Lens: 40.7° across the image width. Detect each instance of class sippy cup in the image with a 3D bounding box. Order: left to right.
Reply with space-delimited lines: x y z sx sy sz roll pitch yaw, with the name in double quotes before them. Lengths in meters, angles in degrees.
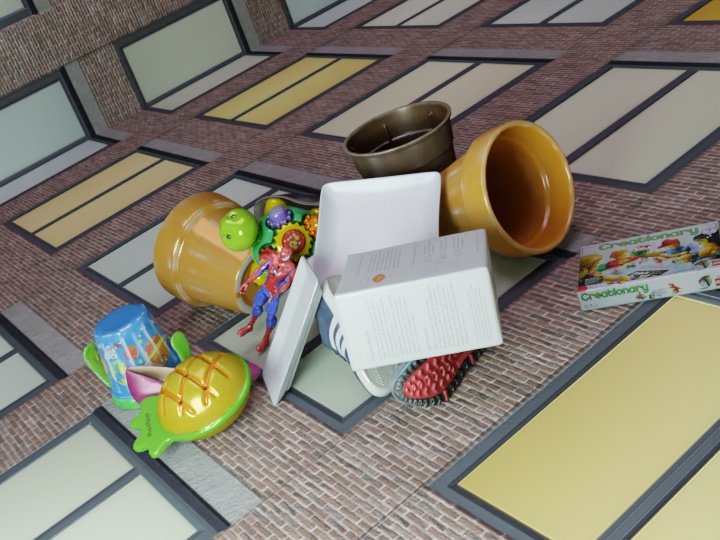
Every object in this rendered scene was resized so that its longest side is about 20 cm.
"sippy cup" -0.367 0.132 1.582 0.175 0.132 0.140 -25 25 -5

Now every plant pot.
"plant pot" -0.233 -0.014 1.713 0.181 0.203 0.199 26 50 37
"plant pot" 0.093 -0.162 1.706 0.196 0.201 0.201 -17 26 9
"plant pot" 0.206 -0.115 1.541 0.200 0.202 0.182 -39 15 -33

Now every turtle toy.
"turtle toy" -0.134 -0.047 1.580 0.196 0.149 0.101 13 -7 -7

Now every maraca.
"maraca" -0.245 0.191 1.401 0.198 0.108 0.138 -30 38 2

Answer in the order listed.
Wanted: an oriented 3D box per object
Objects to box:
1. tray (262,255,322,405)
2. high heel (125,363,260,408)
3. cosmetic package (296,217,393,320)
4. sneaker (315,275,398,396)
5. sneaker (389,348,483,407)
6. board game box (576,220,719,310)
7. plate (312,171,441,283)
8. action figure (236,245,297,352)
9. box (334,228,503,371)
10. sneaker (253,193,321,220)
"tray" -0.098 0.089 1.435 0.022 0.204 0.107 14 15 -22
"high heel" -0.256 0.159 1.480 0.196 0.097 0.068 -18 25 9
"cosmetic package" 0.000 0.000 1.537 0.198 0.088 0.103 -36 54 -13
"sneaker" -0.011 0.107 1.393 0.074 0.085 0.202 0 50 -33
"sneaker" 0.092 0.122 1.319 0.094 0.081 0.199 -5 20 42
"board game box" 0.403 -0.006 1.350 0.196 0.035 0.127 -11 27 22
"plate" 0.028 -0.058 1.493 0.195 0.033 0.203 -5 54 14
"action figure" -0.153 0.049 1.496 0.065 0.202 0.099 34 35 13
"box" 0.078 0.036 1.267 0.196 0.108 0.153 -11 19 11
"sneaker" -0.083 -0.100 1.708 0.196 0.077 0.106 7 17 21
